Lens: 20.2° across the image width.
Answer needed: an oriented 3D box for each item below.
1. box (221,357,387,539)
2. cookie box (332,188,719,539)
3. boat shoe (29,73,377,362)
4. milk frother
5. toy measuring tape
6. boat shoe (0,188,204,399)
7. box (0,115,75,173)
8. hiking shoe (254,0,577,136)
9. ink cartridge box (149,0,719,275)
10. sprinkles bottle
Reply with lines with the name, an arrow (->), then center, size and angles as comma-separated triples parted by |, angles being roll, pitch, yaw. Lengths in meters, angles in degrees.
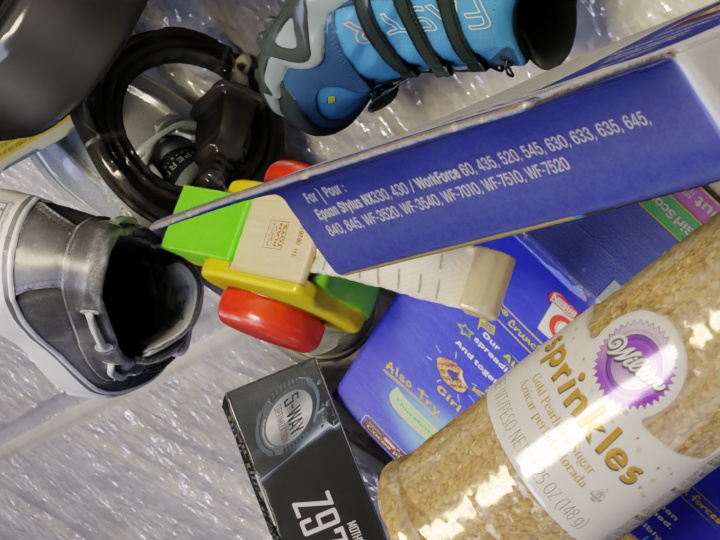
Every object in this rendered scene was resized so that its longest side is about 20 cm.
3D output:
box -> -0.017, 0.126, 0.940 | 0.200, 0.043, 0.161 | 124, 125, -83
cookie box -> 0.094, 0.051, 0.782 | 0.171, 0.075, 0.200 | 45, 152, 7
boat shoe -> -0.072, -0.037, 0.899 | 0.200, 0.070, 0.072 | 38, 164, 4
milk frother -> -0.072, -0.116, 0.766 | 0.199, 0.182, 0.188 | 11, 171, -32
toy measuring tape -> 0.000, 0.000, 0.738 | 0.199, 0.074, 0.074 | 11, 136, 50
boat shoe -> -0.098, 0.014, 0.845 | 0.067, 0.072, 0.200 | 9, 166, 13
box -> -0.193, -0.133, 0.836 | 0.049, 0.082, 0.201 | -5, 113, 44
hiking shoe -> 0.026, -0.089, 0.690 | 0.087, 0.074, 0.200 | 44, 148, 2
ink cartridge box -> 0.070, -0.041, 0.567 | 0.197, 0.199, 0.047 | -13, 101, 59
sprinkles bottle -> 0.098, 0.035, 0.645 | 0.200, 0.068, 0.068 | -40, 94, 19
